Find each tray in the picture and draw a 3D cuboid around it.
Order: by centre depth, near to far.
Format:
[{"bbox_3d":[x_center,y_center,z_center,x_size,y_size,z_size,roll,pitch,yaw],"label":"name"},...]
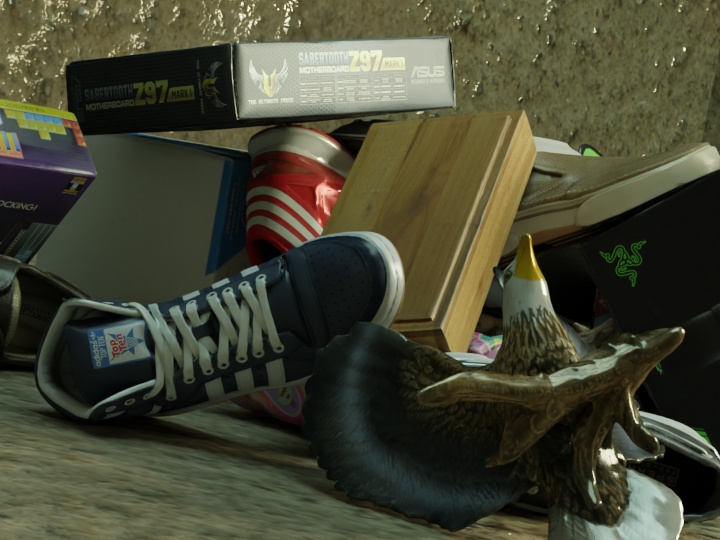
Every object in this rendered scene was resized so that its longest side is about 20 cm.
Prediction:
[{"bbox_3d":[0.028,-0.017,1.297,0.098,0.037,0.200,-4,38,23],"label":"tray"}]

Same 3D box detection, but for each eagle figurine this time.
[{"bbox_3d":[0.075,0.058,1.089,0.151,0.151,0.200,30,-16,-12],"label":"eagle figurine"}]

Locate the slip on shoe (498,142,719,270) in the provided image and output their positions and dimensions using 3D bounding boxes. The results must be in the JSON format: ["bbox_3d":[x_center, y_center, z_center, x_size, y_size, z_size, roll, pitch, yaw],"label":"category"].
[{"bbox_3d":[0.115,-0.045,1.372,0.199,0.061,0.076,-22,-10,10],"label":"slip on shoe"}]

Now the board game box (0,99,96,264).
[{"bbox_3d":[-0.282,-0.036,1.365,0.199,0.165,0.057,7,49,-40],"label":"board game box"}]

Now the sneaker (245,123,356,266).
[{"bbox_3d":[0.000,0.000,1.470,0.199,0.116,0.078,27,-32,-28],"label":"sneaker"}]

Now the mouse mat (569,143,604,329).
[{"bbox_3d":[0.208,0.016,1.685,0.008,0.201,0.161,-32,-57,32],"label":"mouse mat"}]

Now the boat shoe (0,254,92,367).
[{"bbox_3d":[-0.222,0.018,1.349,0.065,0.074,0.199,7,0,40],"label":"boat shoe"}]

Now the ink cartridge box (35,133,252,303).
[{"bbox_3d":[-0.102,-0.011,1.568,0.144,0.148,0.200,12,4,29],"label":"ink cartridge box"}]

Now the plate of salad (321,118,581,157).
[{"bbox_3d":[0.063,-0.068,1.522,0.199,0.048,0.200,7,1,0],"label":"plate of salad"}]

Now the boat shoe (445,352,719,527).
[{"bbox_3d":[0.095,0.092,1.182,0.199,0.072,0.068,16,3,-6],"label":"boat shoe"}]

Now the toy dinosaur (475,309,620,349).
[{"bbox_3d":[0.070,0.069,1.413,0.199,0.086,0.135,-4,-11,20],"label":"toy dinosaur"}]

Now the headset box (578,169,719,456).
[{"bbox_3d":[0.246,0.022,1.339,0.199,0.175,0.093,-28,-10,19],"label":"headset box"}]

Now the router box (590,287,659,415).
[{"bbox_3d":[0.243,0.058,1.478,0.199,0.150,0.062,11,45,10],"label":"router box"}]

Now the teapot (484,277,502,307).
[{"bbox_3d":[0.106,0.024,1.713,0.199,0.198,0.146,-12,35,18],"label":"teapot"}]

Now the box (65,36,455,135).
[{"bbox_3d":[-0.061,-0.117,1.462,0.157,0.051,0.199,-1,5,44],"label":"box"}]

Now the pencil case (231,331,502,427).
[{"bbox_3d":[0.013,0.058,1.307,0.199,0.088,0.087,13,4,39],"label":"pencil case"}]

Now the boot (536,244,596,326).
[{"bbox_3d":[0.142,-0.032,1.570,0.199,0.073,0.144,6,33,-45],"label":"boot"}]

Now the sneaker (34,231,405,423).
[{"bbox_3d":[-0.079,0.031,1.190,0.199,0.070,0.108,-23,-16,32],"label":"sneaker"}]

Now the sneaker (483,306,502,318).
[{"bbox_3d":[0.074,0.059,1.520,0.199,0.076,0.079,-3,-8,-36],"label":"sneaker"}]
